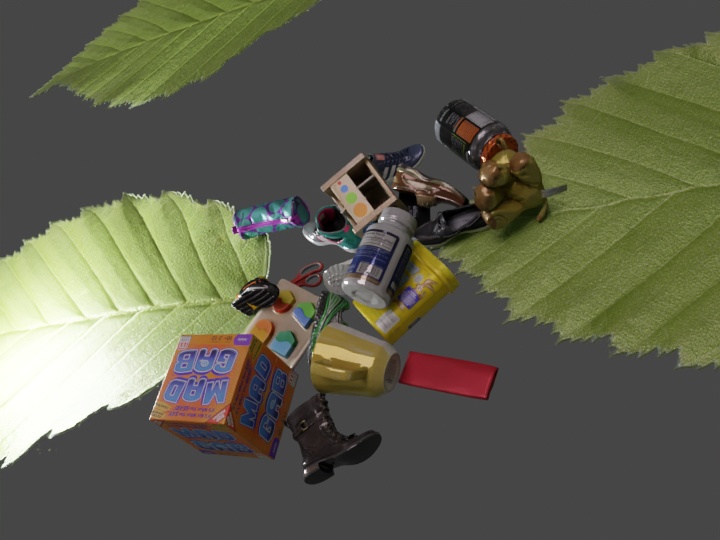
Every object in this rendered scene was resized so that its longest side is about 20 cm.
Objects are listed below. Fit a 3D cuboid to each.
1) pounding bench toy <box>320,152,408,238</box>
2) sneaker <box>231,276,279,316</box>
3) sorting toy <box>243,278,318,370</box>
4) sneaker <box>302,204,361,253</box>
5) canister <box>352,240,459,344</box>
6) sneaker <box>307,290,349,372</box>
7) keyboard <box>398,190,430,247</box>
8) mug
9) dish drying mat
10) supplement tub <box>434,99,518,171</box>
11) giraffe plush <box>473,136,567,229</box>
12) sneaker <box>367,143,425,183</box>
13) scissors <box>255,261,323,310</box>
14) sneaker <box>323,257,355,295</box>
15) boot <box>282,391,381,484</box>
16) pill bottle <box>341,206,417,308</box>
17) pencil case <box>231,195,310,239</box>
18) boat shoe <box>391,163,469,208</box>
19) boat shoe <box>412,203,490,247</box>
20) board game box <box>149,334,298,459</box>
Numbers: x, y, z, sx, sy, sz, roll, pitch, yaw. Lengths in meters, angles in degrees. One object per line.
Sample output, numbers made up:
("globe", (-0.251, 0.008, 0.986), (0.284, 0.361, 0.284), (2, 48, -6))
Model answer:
("pounding bench toy", (0.027, -0.153, 1.694), (0.124, 0.200, 0.156), (-38, 75, 8))
("sneaker", (-0.246, 0.044, 1.752), (0.200, 0.070, 0.090), (-27, 34, 55))
("sorting toy", (-0.179, 0.122, 1.712), (0.199, 0.036, 0.186), (24, 74, 38))
("sneaker", (-0.086, -0.110, 1.778), (0.199, 0.121, 0.084), (14, 65, 37))
("canister", (0.096, 0.049, 1.580), (0.200, 0.087, 0.149), (-42, 46, -2))
("sneaker", (-0.069, 0.146, 1.611), (0.085, 0.078, 0.201), (12, 74, -4))
("keyboard", (0.116, -0.131, 1.746), (0.103, 0.040, 0.201), (2, 54, 4))
("mug", (-0.010, 0.205, 1.485), (0.152, 0.150, 0.187), (10, 37, 25))
("dish drying mat", (0.175, 0.212, 1.459), (0.199, 0.018, 0.077), (5, 60, 34))
("supplement tub", (0.276, -0.315, 1.717), (0.122, 0.123, 0.200), (-40, 47, -1))
("giraffe plush", (0.323, -0.205, 1.576), (0.199, 0.173, 0.163), (-4, 38, -15))
("sneaker", (0.069, -0.274, 1.834), (0.199, 0.085, 0.075), (-30, 47, 7))
("scissors", (-0.177, 0.039, 1.799), (0.199, 0.014, 0.073), (-24, 51, 15))
("sneaker", (0.000, 0.000, 1.689), (0.199, 0.077, 0.080), (-21, 6, 34))
("boot", (-0.065, 0.323, 1.482), (0.199, 0.069, 0.175), (-30, 48, 11))
("pill bottle", (0.047, -0.030, 1.533), (0.110, 0.111, 0.201), (9, 64, 35))
("pencil case", (-0.238, -0.139, 1.914), (0.199, 0.085, 0.093), (-11, 26, 24))
("boat shoe", (0.162, -0.183, 1.717), (0.199, 0.076, 0.074), (29, 92, 28))
("boat shoe", (0.204, -0.110, 1.637), (0.198, 0.066, 0.075), (-12, 53, 16))
("board game box", (-0.287, 0.272, 1.562), (0.199, 0.200, 0.201), (-3, 56, 28))
